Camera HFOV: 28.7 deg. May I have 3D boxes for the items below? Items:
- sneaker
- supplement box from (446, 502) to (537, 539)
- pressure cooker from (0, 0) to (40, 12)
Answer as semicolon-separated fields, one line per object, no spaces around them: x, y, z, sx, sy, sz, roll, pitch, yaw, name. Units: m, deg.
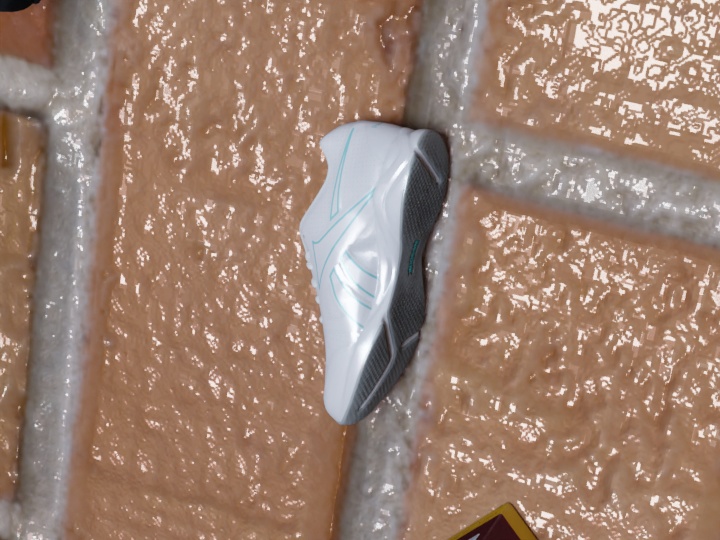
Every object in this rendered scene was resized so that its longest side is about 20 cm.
0.000;0.000;0.914;0.080;0.070;0.202;17;104;27;sneaker
0.075;0.294;0.881;0.132;0.200;0.198;-37;88;26;supplement box
-0.242;-0.261;0.873;0.176;0.179;0.200;41;113;1;pressure cooker
